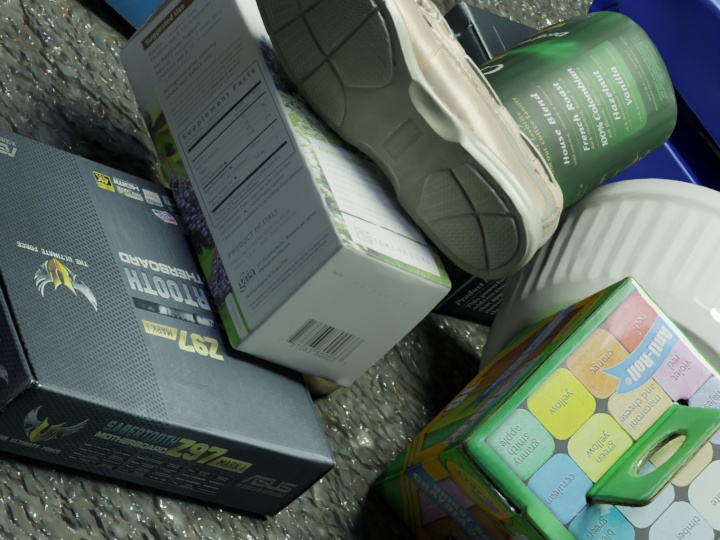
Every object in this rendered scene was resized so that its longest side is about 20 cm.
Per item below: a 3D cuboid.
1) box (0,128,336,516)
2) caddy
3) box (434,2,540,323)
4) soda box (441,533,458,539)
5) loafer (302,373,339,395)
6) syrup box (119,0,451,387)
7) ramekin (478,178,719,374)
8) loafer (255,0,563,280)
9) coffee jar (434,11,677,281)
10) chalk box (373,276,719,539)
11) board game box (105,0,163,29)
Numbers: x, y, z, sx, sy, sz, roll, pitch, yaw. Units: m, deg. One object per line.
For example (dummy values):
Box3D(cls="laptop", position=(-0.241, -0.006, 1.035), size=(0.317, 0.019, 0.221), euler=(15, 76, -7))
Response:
Box3D(cls="box", position=(-0.114, 0.022, 1.349), size=(0.200, 0.051, 0.158), euler=(19, 40, -46))
Box3D(cls="caddy", position=(0.194, -0.085, 1.622), size=(0.200, 0.141, 0.105), euler=(55, 30, 8))
Box3D(cls="box", position=(0.111, -0.049, 1.724), size=(0.200, 0.107, 0.149), euler=(15, 43, -49))
Box3D(cls="soda box", position=(0.040, 0.214, 1.315), size=(0.071, 0.063, 0.200), euler=(40, 28, -21))
Box3D(cls="loafer", position=(0.000, 0.000, 1.533), size=(0.076, 0.067, 0.200), euler=(47, 26, -4))
Box3D(cls="syrup box", position=(-0.039, -0.050, 1.417), size=(0.079, 0.081, 0.200), euler=(22, 34, -44))
Box3D(cls="ramekin", position=(0.154, 0.060, 1.557), size=(0.202, 0.202, 0.094), euler=(47, 38, -5))
Box3D(cls="loafer", position=(0.023, -0.088, 1.384), size=(0.200, 0.072, 0.063), euler=(54, 37, -3))
Box3D(cls="coffee jar", position=(0.070, -0.061, 1.506), size=(0.200, 0.104, 0.086), euler=(-34, 101, -46))
Box3D(cls="chalk box", position=(0.110, 0.093, 1.404), size=(0.124, 0.200, 0.124), euler=(-43, 92, -20))
Box3D(cls="board game box", position=(-0.111, -0.218, 1.630), size=(0.200, 0.056, 0.196), euler=(42, 31, -27))
